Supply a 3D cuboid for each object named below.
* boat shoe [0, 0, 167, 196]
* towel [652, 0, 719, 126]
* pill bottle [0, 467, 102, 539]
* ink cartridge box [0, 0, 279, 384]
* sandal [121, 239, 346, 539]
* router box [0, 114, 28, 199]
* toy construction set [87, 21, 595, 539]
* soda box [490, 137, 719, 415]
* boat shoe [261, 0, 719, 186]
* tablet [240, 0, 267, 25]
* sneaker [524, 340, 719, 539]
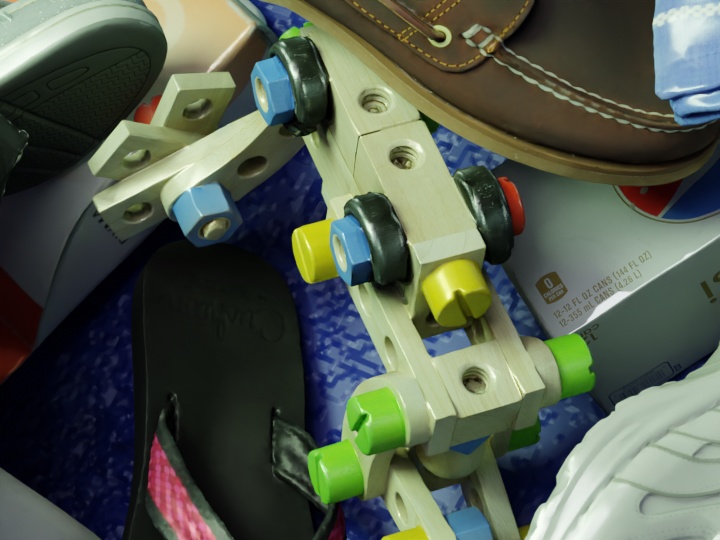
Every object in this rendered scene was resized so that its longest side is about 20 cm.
[{"bbox_3d":[-0.152,-0.052,0.972,0.202,0.074,0.065,-27,69,31],"label":"boat shoe"},{"bbox_3d":[0.126,-0.148,0.788,0.145,0.024,0.200,-14,77,45],"label":"towel"},{"bbox_3d":[-0.172,0.145,0.919,0.112,0.112,0.200,27,78,29],"label":"pill bottle"},{"bbox_3d":[-0.144,-0.050,1.022,0.200,0.050,0.162,-44,58,-5],"label":"ink cartridge box"},{"bbox_3d":[-0.038,0.071,0.924,0.045,0.075,0.200,-48,41,50],"label":"sandal"},{"bbox_3d":[-0.198,0.037,0.899,0.200,0.062,0.150,-33,29,38],"label":"router box"},{"bbox_3d":[0.000,0.000,0.901,0.092,0.131,0.200,-29,62,-23],"label":"toy construction set"},{"bbox_3d":[0.136,-0.043,0.918,0.200,0.064,0.068,-33,58,3],"label":"soda box"},{"bbox_3d":[0.020,-0.093,0.843,0.200,0.070,0.070,26,55,0],"label":"boat shoe"},{"bbox_3d":[-0.137,-0.095,1.076,0.130,0.014,0.200,-46,58,-3],"label":"tablet"},{"bbox_3d":[0.120,0.069,0.847,0.099,0.078,0.200,35,67,24],"label":"sneaker"}]
